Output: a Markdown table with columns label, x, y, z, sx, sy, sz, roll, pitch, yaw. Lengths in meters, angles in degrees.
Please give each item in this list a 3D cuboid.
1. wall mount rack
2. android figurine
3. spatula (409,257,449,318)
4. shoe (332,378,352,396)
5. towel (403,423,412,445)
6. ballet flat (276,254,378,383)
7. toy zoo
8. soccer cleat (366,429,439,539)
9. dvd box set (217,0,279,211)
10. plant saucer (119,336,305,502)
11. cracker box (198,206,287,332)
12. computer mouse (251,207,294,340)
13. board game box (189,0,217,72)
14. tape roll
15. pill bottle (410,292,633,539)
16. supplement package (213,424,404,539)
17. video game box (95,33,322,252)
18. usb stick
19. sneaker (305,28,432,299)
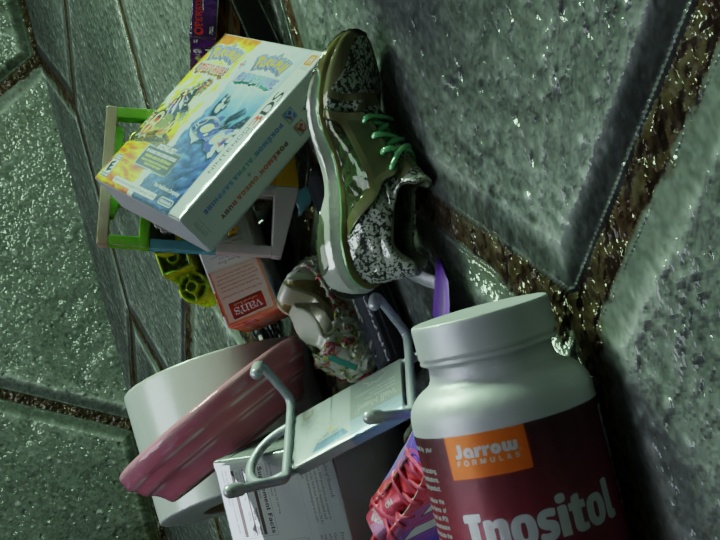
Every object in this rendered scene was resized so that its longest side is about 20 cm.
| label | x | y | z | sx | sy | sz | roll | pitch | yaw |
| --- | --- | --- | --- | --- | --- | --- | --- | --- | --- |
| wall mount rack | -0.023 | 0.104 | 0.978 | 0.075 | 0.200 | 0.174 | 51 | -161 | -25 |
| android figurine | -0.186 | -0.048 | 1.334 | 0.200 | 0.041 | 0.183 | 52 | -163 | -79 |
| spatula | 0.035 | -0.005 | 1.033 | 0.200 | 0.020 | 0.057 | -129 | 36 | -55 |
| shoe | -0.001 | 0.164 | 1.223 | 0.070 | 0.053 | 0.201 | -174 | 72 | -71 |
| towel | 0.084 | 0.196 | 1.040 | 0.146 | 0.030 | 0.201 | 118 | 138 | -65 |
| ballet flat | -0.038 | 0.034 | 1.206 | 0.076 | 0.064 | 0.200 | -68 | 28 | 14 |
| toy zoo | -0.137 | -0.079 | 1.232 | 0.020 | 0.199 | 0.132 | 126 | 146 | -79 |
| soccer cleat | 0.041 | 0.165 | 0.977 | 0.200 | 0.073 | 0.068 | 97 | 156 | -47 |
| dvd box set | -0.110 | -0.176 | 1.336 | 0.200 | 0.029 | 0.147 | 104 | 147 | -56 |
| plant saucer | -0.122 | 0.140 | 1.194 | 0.051 | 0.200 | 0.201 | 50 | 160 | 3 |
| cracker box | -0.132 | -0.042 | 1.309 | 0.134 | 0.058 | 0.201 | 58 | -170 | -84 |
| computer mouse | -0.116 | -0.001 | 1.457 | 0.200 | 0.053 | 0.139 | 120 | 134 | -66 |
| board game box | -0.155 | -0.238 | 1.321 | 0.200 | 0.032 | 0.121 | 114 | 162 | -71 |
| tape roll | -0.131 | 0.170 | 1.390 | 0.203 | 0.202 | 0.140 | 126 | 128 | -68 |
| pill bottle | 0.094 | 0.121 | 0.796 | 0.113 | 0.113 | 0.201 | 167 | 88 | -73 |
| supplement package | -0.020 | 0.231 | 1.130 | 0.156 | 0.111 | 0.201 | -18 | -85 | -67 |
| video game box | -0.120 | -0.115 | 1.132 | 0.047 | 0.182 | 0.200 | 49 | 166 | -31 |
| usb stick | 0.000 | 0.000 | 1.128 | 0.055 | 0.032 | 0.201 | 113 | 139 | -62 |
| sneaker | 0.018 | -0.080 | 0.991 | 0.088 | 0.077 | 0.201 | -2 | 95 | 36 |
